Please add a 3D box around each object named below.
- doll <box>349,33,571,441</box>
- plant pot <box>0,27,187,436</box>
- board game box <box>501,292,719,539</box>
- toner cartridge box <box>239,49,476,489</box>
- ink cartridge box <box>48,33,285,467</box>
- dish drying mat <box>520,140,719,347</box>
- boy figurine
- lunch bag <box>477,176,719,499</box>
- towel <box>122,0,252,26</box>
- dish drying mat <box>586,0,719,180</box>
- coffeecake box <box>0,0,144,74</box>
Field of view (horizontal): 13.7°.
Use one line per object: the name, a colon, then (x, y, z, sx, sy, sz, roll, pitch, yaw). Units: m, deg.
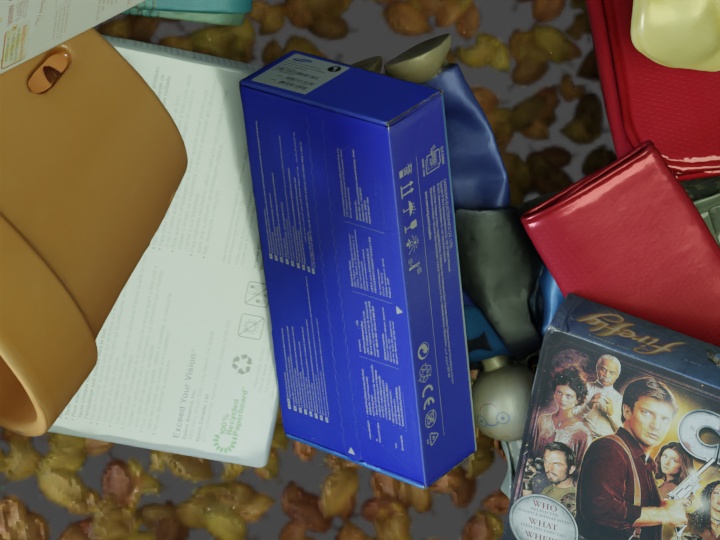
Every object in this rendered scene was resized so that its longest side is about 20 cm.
doll: (0.043, -0.009, 1.461, 0.136, 0.048, 0.200, -16, 103, 27)
plant pot: (-0.173, -0.042, 1.354, 0.200, 0.200, 0.140, 47, 71, -17)
board game box: (0.173, 0.105, 1.418, 0.200, 0.035, 0.136, 20, 125, 17)
toner cartridge box: (0.000, 0.000, 1.437, 0.043, 0.095, 0.200, -33, 129, -39)
ink cartridge box: (-0.124, -0.015, 1.478, 0.199, 0.041, 0.200, 11, 98, -14)
dish drying mat: (0.157, 0.036, 1.445, 0.077, 0.018, 0.200, -32, 109, 3)
boy figurine: (0.185, -0.188, 1.417, 0.064, 0.124, 0.200, 29, 75, -40)
lunch bag: (0.154, 0.033, 1.516, 0.199, 0.118, 0.164, -17, 103, -3)
towel: (-0.112, -0.223, 1.448, 0.146, 0.022, 0.201, 5, 99, -14)
dish drying mat: (0.148, -0.141, 1.466, 0.077, 0.018, 0.201, -8, 73, -5)
coffeecake box: (-0.151, -0.181, 1.316, 0.200, 0.153, 0.073, -31, 150, -36)
